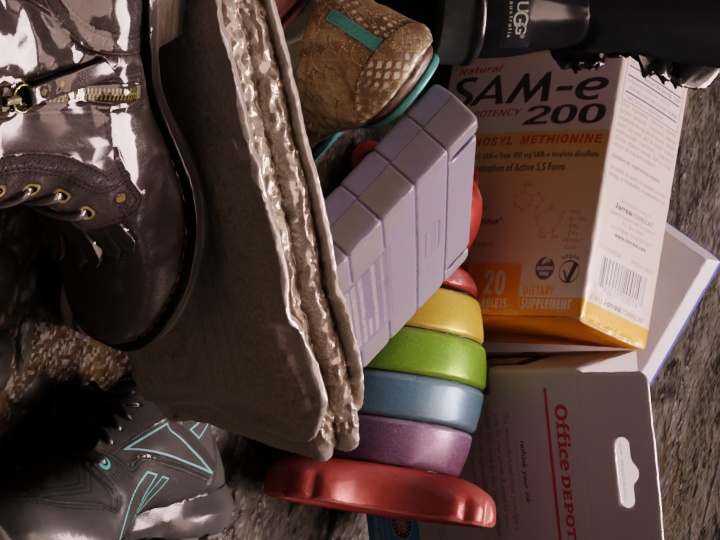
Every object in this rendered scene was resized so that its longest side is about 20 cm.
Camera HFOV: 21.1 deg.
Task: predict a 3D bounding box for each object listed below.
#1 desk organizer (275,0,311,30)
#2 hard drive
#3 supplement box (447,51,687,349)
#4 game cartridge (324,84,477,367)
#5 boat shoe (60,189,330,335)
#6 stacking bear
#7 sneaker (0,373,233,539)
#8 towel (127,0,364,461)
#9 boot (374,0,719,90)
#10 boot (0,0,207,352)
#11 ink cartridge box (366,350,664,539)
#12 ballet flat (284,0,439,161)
[{"bbox_3d":[-0.031,-0.183,0.846,0.200,0.072,0.077,-53,146,-40],"label":"desk organizer"},{"bbox_3d":[0.116,0.046,1.164,0.025,0.132,0.200,7,116,-50],"label":"hard drive"},{"bbox_3d":[0.110,-0.061,1.112,0.073,0.126,0.201,23,73,-46],"label":"supplement box"},{"bbox_3d":[0.000,0.000,0.897,0.130,0.038,0.200,-43,167,-11],"label":"game cartridge"},{"bbox_3d":[-0.066,-0.010,0.885,0.200,0.062,0.075,-16,120,-61],"label":"boat shoe"},{"bbox_3d":[0.020,0.031,1.046,0.114,0.121,0.201,140,-42,-79],"label":"stacking bear"},{"bbox_3d":[-0.118,0.086,0.839,0.200,0.075,0.080,-4,94,-71],"label":"sneaker"},{"bbox_3d":[-0.065,-0.026,0.747,0.034,0.132,0.201,-26,112,-35],"label":"towel"},{"bbox_3d":[0.095,-0.141,0.932,0.200,0.168,0.077,-121,-145,-64],"label":"boot"},{"bbox_3d":[-0.131,-0.032,0.642,0.174,0.069,0.201,-37,135,-47],"label":"boot"},{"bbox_3d":[0.097,0.107,1.103,0.067,0.200,0.116,-12,97,-52],"label":"ink cartridge box"},{"bbox_3d":[-0.018,-0.093,0.898,0.071,0.065,0.200,-54,-171,-15],"label":"ballet flat"}]
